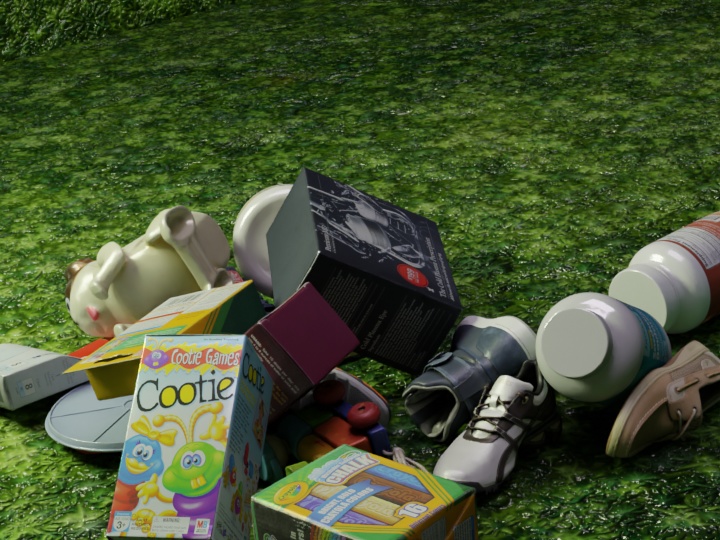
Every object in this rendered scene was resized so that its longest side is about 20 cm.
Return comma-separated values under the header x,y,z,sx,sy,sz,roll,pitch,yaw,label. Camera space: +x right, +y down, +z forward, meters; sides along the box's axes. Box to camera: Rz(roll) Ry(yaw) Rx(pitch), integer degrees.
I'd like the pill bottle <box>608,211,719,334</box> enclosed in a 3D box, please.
x,y,z,sx,sy,sz,roll,pitch,yaw,label
0.388,0.009,1.964,0.200,0.113,0.112,-24,27,-39,pill bottle

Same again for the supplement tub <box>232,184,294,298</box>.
x,y,z,sx,sy,sz,roll,pitch,yaw,label
-0.091,-0.038,2.117,0.144,0.145,0.200,-7,4,-4,supplement tub

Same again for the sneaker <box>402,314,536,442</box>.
x,y,z,sx,sy,sz,roll,pitch,yaw,label
0.101,0.118,1.793,0.146,0.077,0.202,-40,2,-15,sneaker

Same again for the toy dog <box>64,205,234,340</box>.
x,y,z,sx,sy,sz,roll,pitch,yaw,label
-0.262,0.007,1.962,0.200,0.140,0.194,-27,25,17,toy dog

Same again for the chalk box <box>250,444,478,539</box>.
x,y,z,sx,sy,sz,roll,pitch,yaw,label
-0.010,0.238,1.434,0.200,0.125,0.124,16,29,41,chalk box

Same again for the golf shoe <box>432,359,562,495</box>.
x,y,z,sx,sy,sz,roll,pitch,yaw,label
0.131,0.156,1.664,0.078,0.095,0.200,10,27,32,golf shoe

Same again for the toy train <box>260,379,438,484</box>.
x,y,z,sx,sy,sz,roll,pitch,yaw,label
-0.021,0.191,1.637,0.115,0.085,0.200,-26,28,-22,toy train

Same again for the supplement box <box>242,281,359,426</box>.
x,y,z,sx,sy,sz,roll,pitch,yaw,label
-0.109,0.115,1.691,0.200,0.086,0.110,-41,-1,34,supplement box

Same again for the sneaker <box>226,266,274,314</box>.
x,y,z,sx,sy,sz,roll,pitch,yaw,label
-0.146,0.038,1.995,0.075,0.085,0.200,0,1,-43,sneaker

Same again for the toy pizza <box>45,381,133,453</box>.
x,y,z,sx,sy,sz,roll,pitch,yaw,label
-0.247,0.161,1.830,0.199,0.032,0.200,-6,21,2,toy pizza

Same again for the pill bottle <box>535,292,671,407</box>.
x,y,z,sx,sy,sz,roll,pitch,yaw,label
0.247,0.082,1.704,0.110,0.111,0.200,4,-5,23,pill bottle

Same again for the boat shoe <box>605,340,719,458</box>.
x,y,z,sx,sy,sz,roll,pitch,yaw,label
0.321,0.138,1.696,0.064,0.071,0.200,32,44,24,boat shoe

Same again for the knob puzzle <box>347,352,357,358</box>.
x,y,z,sx,sy,sz,roll,pitch,yaw,label
-0.001,-0.003,2.010,0.219,0.220,0.030,-17,-7,-28,knob puzzle

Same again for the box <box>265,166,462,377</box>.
x,y,z,sx,sy,sz,roll,pitch,yaw,label
0.000,0.000,1.875,0.182,0.104,0.200,21,26,-19,box

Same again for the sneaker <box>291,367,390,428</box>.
x,y,z,sx,sy,sz,roll,pitch,yaw,label
-0.047,0.108,1.805,0.199,0.078,0.112,24,28,12,sneaker

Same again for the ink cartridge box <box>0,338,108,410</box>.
x,y,z,sx,sy,sz,roll,pitch,yaw,label
-0.361,0.102,1.948,0.200,0.047,0.160,-23,15,-33,ink cartridge box

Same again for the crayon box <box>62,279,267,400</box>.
x,y,z,sx,sy,sz,roll,pitch,yaw,label
-0.205,0.080,1.761,0.125,0.052,0.200,-12,15,35,crayon box

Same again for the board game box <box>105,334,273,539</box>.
x,y,z,sx,sy,sz,roll,pitch,yaw,label
-0.155,0.171,1.532,0.103,0.105,0.201,0,60,14,board game box
